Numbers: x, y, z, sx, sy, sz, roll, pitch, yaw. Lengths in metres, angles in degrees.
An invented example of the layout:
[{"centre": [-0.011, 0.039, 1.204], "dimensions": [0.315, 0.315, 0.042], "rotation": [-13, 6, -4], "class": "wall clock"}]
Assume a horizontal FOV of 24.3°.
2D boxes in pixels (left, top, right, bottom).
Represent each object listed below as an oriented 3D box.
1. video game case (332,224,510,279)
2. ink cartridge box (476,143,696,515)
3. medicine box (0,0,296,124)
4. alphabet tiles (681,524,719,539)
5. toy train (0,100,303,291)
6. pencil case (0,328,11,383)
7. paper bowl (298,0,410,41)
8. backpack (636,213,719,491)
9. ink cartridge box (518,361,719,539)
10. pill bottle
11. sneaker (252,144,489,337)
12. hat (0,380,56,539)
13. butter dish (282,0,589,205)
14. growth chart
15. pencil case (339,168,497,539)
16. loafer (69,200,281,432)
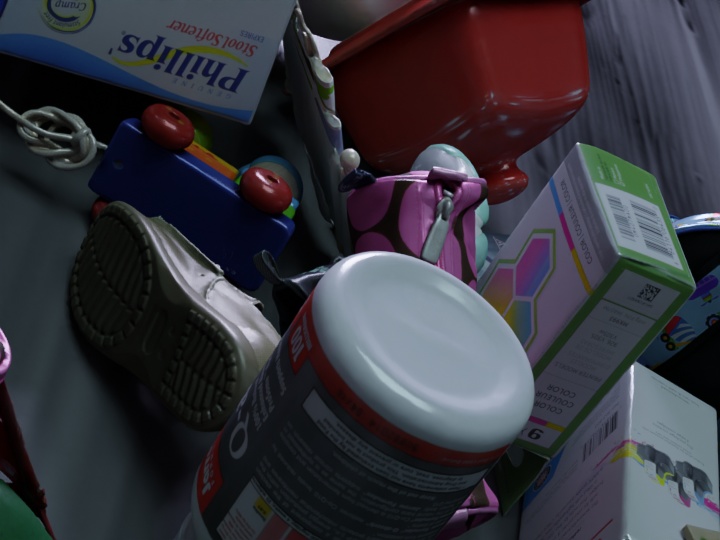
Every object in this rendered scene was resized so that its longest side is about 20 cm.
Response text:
[{"centre": [0.087, 0.023, 1.162], "dimensions": [0.198, 0.019, 0.144], "rotation": [6, 42, -35], "class": "video game case"}, {"centre": [0.108, 0.037, 0.992], "dimensions": [0.059, 0.201, 0.104], "rotation": [20, 34, -22], "class": "ink cartridge box"}, {"centre": [-0.163, -0.195, 1.094], "dimensions": [0.181, 0.104, 0.200], "rotation": [14, 19, -29], "class": "medicine box"}, {"centre": [0.246, 0.206, 0.863], "dimensions": [0.199, 0.006, 0.167], "rotation": [17, 33, -31], "class": "alphabet tiles"}, {"centre": [-0.127, -0.075, 1.046], "dimensions": [0.199, 0.085, 0.116], "rotation": [33, 22, -2], "class": "toy train"}, {"centre": [-0.230, 0.075, 0.647], "dimensions": [0.091, 0.200, 0.094], "rotation": [47, -2, -1], "class": "pencil case"}, {"centre": [-0.029, -0.246, 1.239], "dimensions": [0.199, 0.105, 0.201], "rotation": [26, -12, 6], "class": "paper bowl"}, {"centre": [0.223, 0.046, 1.065], "dimensions": [0.182, 0.200, 0.135], "rotation": [42, 38, 1], "class": "backpack"}, {"centre": [0.143, 0.160, 0.944], "dimensions": [0.067, 0.115, 0.201], "rotation": [30, 34, -9], "class": "ink cartridge box"}, {"centre": [-0.013, 0.098, 0.805], "dimensions": [0.115, 0.201, 0.116], "rotation": [23, 34, -17], "class": "pill bottle"}, {"centre": [0.000, 0.000, 1.006], "dimensions": [0.139, 0.078, 0.202], "rotation": [17, 62, -23], "class": "sneaker"}, {"centre": [-0.150, 0.103, 0.697], "dimensions": [0.199, 0.177, 0.166], "rotation": [36, 32, 3], "class": "hat"}, {"centre": [0.081, -0.120, 1.224], "dimensions": [0.198, 0.199, 0.149], "rotation": [-13, 82, -47], "class": "butter dish"}, {"centre": [-0.030, -0.106, 1.104], "dimensions": [0.018, 0.145, 0.201], "rotation": [-12, 56, -9], "class": "growth chart"}, {"centre": [0.034, 0.047, 0.915], "dimensions": [0.090, 0.093, 0.202], "rotation": [1, 81, -27], "class": "pencil case"}, {"centre": [-0.098, 0.030, 0.922], "dimensions": [0.067, 0.076, 0.200], "rotation": [22, 17, -41], "class": "loafer"}]
